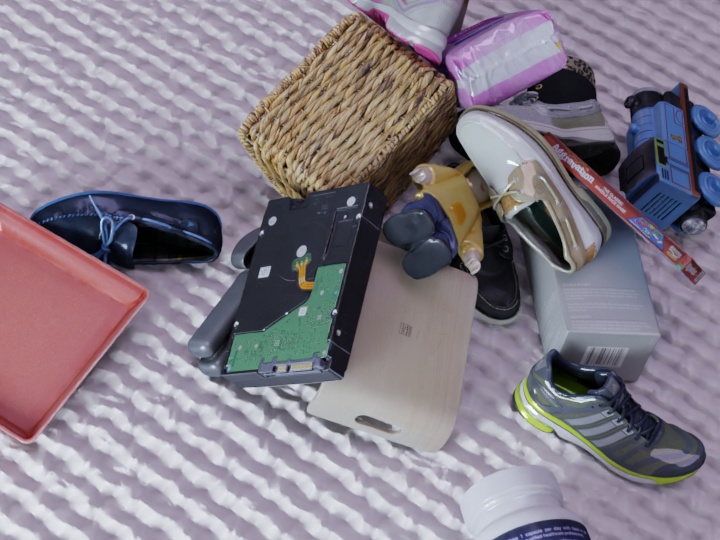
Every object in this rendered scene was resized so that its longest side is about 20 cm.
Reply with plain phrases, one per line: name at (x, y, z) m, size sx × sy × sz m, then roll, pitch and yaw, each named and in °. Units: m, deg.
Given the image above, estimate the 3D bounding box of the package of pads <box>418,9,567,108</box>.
package of pads at (0.143, -0.232, 1.698) m, size 0.120 × 0.200 × 0.076 m, roll -26°, pitch 101°, yaw -4°

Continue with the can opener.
can opener at (-0.124, 0.025, 1.593) m, size 0.067 × 0.053 × 0.200 m, roll 4°, pitch 43°, yaw 35°

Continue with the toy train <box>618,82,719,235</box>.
toy train at (0.352, -0.130, 1.758) m, size 0.114 × 0.087 × 0.200 m, roll 24°, pitch 47°, yaw -23°

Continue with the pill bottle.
pill bottle at (0.162, 0.284, 1.388) m, size 0.116 × 0.116 × 0.200 m, roll -6°, pitch 54°, yaw -16°

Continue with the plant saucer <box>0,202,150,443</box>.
plant saucer at (-0.340, 0.053, 1.513) m, size 0.199 × 0.037 × 0.200 m, roll 29°, pitch 62°, yaw 12°

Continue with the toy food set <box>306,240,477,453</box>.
toy food set at (0.032, 0.068, 1.543) m, size 0.143 × 0.060 × 0.200 m, roll 20°, pitch 61°, yaw -17°

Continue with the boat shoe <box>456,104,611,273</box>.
boat shoe at (0.168, -0.083, 1.570) m, size 0.200 × 0.075 × 0.068 m, roll 44°, pitch 54°, yaw -3°

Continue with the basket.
basket at (-0.010, -0.150, 1.672) m, size 0.149 × 0.143 × 0.200 m, roll 38°, pitch 78°, yaw 17°

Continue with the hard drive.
hard drive at (-0.054, 0.016, 1.513) m, size 0.140 × 0.038 × 0.200 m, roll -9°, pitch 56°, yaw 39°

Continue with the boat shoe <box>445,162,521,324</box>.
boat shoe at (0.127, -0.035, 1.667) m, size 0.074 × 0.066 × 0.200 m, roll -5°, pitch 53°, yaw -14°

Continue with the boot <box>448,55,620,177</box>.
boot at (0.195, -0.187, 1.801) m, size 0.203 × 0.074 × 0.154 m, roll 8°, pitch 48°, yaw -13°

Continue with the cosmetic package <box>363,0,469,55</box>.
cosmetic package at (0.069, -0.327, 1.805) m, size 0.087 × 0.200 × 0.103 m, roll -12°, pitch 56°, yaw -21°

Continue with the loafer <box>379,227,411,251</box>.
loafer at (0.000, 0.000, 1.624) m, size 0.200 × 0.075 × 0.070 m, roll -17°, pitch 27°, yaw -24°

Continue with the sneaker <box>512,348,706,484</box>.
sneaker at (0.251, 0.145, 1.538) m, size 0.200 × 0.081 × 0.074 m, roll 23°, pitch 52°, yaw 8°

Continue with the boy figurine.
boy figurine at (0.095, -0.057, 1.582) m, size 0.124 × 0.064 × 0.200 m, roll 61°, pitch 34°, yaw -7°

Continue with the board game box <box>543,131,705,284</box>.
board game box at (0.271, -0.064, 1.601) m, size 0.019 × 0.103 × 0.200 m, roll -48°, pitch 70°, yaw 6°

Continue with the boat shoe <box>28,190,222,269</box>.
boat shoe at (-0.239, -0.040, 1.589) m, size 0.200 × 0.084 × 0.069 m, roll -5°, pitch 41°, yaw -12°

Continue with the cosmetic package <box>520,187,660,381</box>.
cosmetic package at (0.240, 0.011, 1.642) m, size 0.107 × 0.090 × 0.200 m, roll 3°, pitch 48°, yaw -10°

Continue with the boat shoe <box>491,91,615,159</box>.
boat shoe at (0.196, -0.159, 1.668) m, size 0.202 × 0.074 × 0.065 m, roll -1°, pitch 72°, yaw -41°

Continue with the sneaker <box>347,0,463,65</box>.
sneaker at (0.051, -0.299, 1.684) m, size 0.081 × 0.088 × 0.200 m, roll 30°, pitch 10°, yaw -43°
